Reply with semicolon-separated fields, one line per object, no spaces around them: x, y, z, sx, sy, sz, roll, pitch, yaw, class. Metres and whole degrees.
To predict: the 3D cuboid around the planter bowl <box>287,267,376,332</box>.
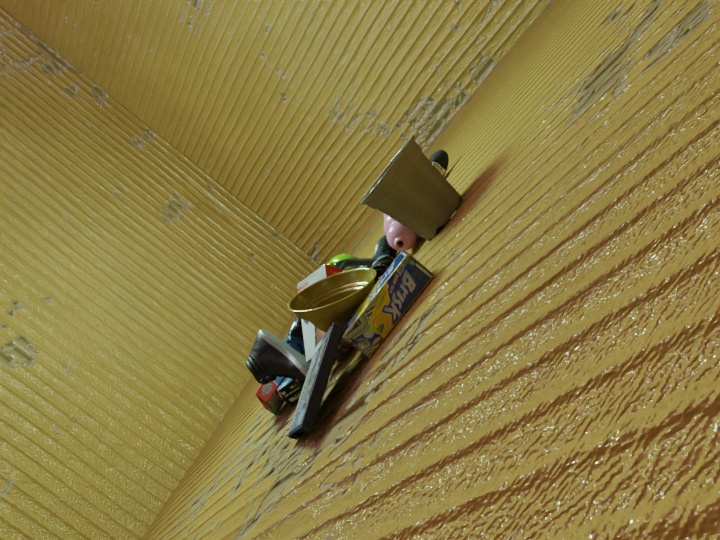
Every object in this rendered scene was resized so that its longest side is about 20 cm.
-0.046;0.074;1.164;0.198;0.084;0.201;-19;15;5;planter bowl

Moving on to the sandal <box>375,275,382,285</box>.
0.053;0.045;1.206;0.201;0.054;0.082;-56;7;-26;sandal

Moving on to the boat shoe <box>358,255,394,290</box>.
0.044;0.016;1.297;0.200;0.068;0.057;-53;-9;-50;boat shoe

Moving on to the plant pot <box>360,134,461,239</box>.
0.130;-0.180;1.314;0.201;0.183;0.201;-52;6;7;plant pot

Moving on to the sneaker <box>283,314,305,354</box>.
-0.145;0.141;1.392;0.082;0.073;0.201;-45;9;46;sneaker

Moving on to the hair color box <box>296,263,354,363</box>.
-0.082;0.102;1.286;0.110;0.063;0.202;-34;55;35;hair color box

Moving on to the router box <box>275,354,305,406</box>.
-0.117;0.229;1.390;0.201;0.062;0.150;-57;9;-34;router box

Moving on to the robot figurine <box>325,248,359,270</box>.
-0.050;0.044;1.568;0.115;0.175;0.202;-4;62;41;robot figurine

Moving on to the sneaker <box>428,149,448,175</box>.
0.228;-0.293;1.775;0.202;0.073;0.089;-62;6;1;sneaker

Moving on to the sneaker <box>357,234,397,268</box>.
0.069;-0.029;1.552;0.081;0.074;0.201;-4;41;46;sneaker

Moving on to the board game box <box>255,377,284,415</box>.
-0.212;0.297;1.501;0.154;0.040;0.201;-58;-11;-22;board game box

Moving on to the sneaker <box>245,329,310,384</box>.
-0.173;0.229;1.259;0.100;0.199;0.071;-57;-15;3;sneaker

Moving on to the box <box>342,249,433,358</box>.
0.049;0.062;1.063;0.201;0.070;0.064;-52;9;4;box

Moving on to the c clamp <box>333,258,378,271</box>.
0.000;0.000;1.428;0.171;0.197;0.027;-75;-19;-72;c clamp

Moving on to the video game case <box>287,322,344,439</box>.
-0.089;0.219;1.085;0.181;0.025;0.202;125;164;-64;video game case

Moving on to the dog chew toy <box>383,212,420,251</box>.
0.114;-0.122;1.445;0.125;0.124;0.201;-48;16;35;dog chew toy
